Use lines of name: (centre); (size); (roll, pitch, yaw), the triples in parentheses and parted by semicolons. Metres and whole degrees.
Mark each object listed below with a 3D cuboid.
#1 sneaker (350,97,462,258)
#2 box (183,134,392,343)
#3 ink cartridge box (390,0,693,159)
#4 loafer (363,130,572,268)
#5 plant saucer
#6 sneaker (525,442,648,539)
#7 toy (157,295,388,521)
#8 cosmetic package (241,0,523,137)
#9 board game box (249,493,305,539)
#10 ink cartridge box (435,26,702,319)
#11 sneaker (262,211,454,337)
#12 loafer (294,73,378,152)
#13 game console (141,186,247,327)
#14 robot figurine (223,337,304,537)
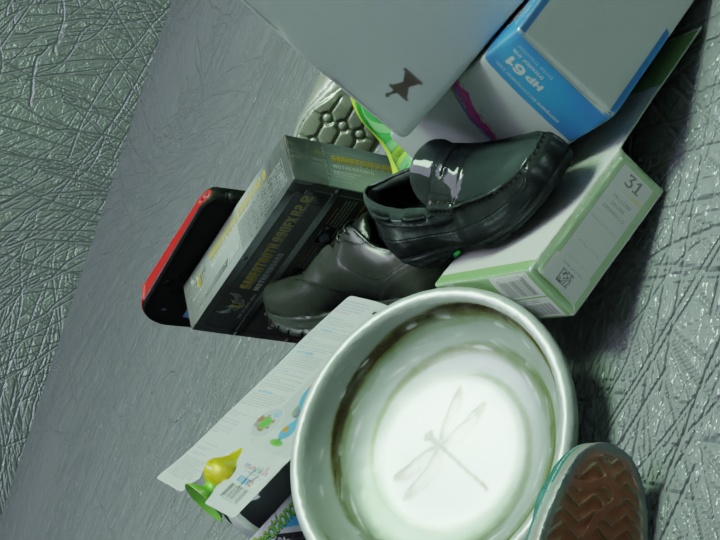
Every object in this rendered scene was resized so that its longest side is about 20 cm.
sneaker: (0.053, -0.094, 1.250); (0.083, 0.074, 0.201); (6, 119, 57)
box: (-0.034, -0.017, 1.359); (0.200, 0.158, 0.049); (-53, 39, 41)
ink cartridge box: (0.121, -0.143, 1.098); (0.145, 0.085, 0.200); (-54, 8, -26)
loafer: (0.063, -0.052, 1.071); (0.068, 0.070, 0.200); (-54, 14, -26)
plant saucer: (0.051, 0.111, 1.027); (0.199, 0.050, 0.201); (-16, 59, 28)
sneaker: (0.098, 0.190, 0.901); (0.080, 0.071, 0.201); (-9, 64, 66)
toy: (-0.038, 0.102, 1.161); (0.200, 0.047, 0.115); (-40, 26, -22)
cosmetic package: (0.012, -0.219, 1.086); (0.165, 0.165, 0.200); (-48, 17, 11)
board game box: (-0.020, 0.220, 1.174); (0.127, 0.034, 0.200); (59, 140, 18)
ink cartridge box: (0.145, -0.057, 1.070); (0.200, 0.048, 0.145); (-51, 13, -17)
sneaker: (0.000, 0.000, 1.271); (0.199, 0.076, 0.091); (-6, 105, 40)
loafer: (0.000, -0.154, 1.368); (0.201, 0.070, 0.070); (-60, 6, 21)
game console: (-0.075, -0.003, 1.423); (0.177, 0.199, 0.031); (-49, 44, 46)
robot figurine: (-0.044, 0.138, 1.294); (0.150, 0.125, 0.200); (-43, -2, -37)
